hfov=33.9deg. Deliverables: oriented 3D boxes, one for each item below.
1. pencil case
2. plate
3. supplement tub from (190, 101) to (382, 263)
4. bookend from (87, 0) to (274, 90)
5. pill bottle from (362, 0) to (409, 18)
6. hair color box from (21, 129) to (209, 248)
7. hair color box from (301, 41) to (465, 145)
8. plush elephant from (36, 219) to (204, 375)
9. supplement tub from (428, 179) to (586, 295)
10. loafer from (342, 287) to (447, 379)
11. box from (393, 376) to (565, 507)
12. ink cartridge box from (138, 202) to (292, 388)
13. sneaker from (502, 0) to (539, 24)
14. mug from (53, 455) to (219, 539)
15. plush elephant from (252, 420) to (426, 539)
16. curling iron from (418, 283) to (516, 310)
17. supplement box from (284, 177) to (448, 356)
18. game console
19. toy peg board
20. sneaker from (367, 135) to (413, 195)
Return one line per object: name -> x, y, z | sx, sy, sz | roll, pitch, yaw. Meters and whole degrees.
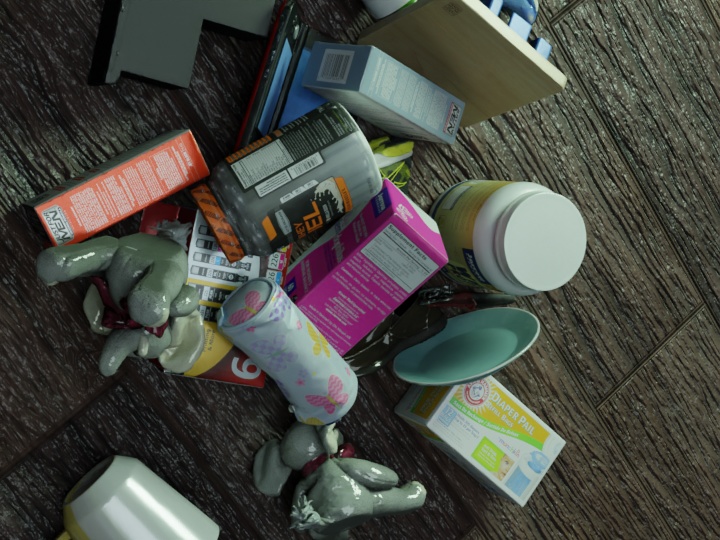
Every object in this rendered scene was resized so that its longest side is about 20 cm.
pencil case -> -0.085, 0.099, 1.408 | 0.090, 0.083, 0.200 | -24, 125, 20
plate -> 0.139, 0.105, 1.535 | 0.199, 0.200, 0.026 | -27, 110, -20
supplement tub -> -0.086, -0.097, 1.355 | 0.199, 0.123, 0.123 | -30, 107, -7
bookend -> -0.199, -0.295, 1.400 | 0.199, 0.092, 0.200 | 11, 91, -26
pill bottle -> -0.005, -0.419, 1.461 | 0.120, 0.119, 0.200 | -44, 111, -14
hair color box -> -0.285, -0.095, 1.376 | 0.199, 0.101, 0.062 | -29, 106, -18
hair color box -> 0.032, -0.219, 1.469 | 0.199, 0.099, 0.061 | 21, 85, -49
plush elephant -> -0.253, 0.043, 1.317 | 0.164, 0.200, 0.156 | 18, 116, 14
supplement tub -> 0.188, -0.044, 1.541 | 0.143, 0.200, 0.146 | -2, 96, -24
loafer -> 0.021, 0.082, 1.555 | 0.199, 0.073, 0.072 | -28, 102, -29
box -> 0.162, 0.212, 1.609 | 0.200, 0.101, 0.113 | 41, 79, -22
ink cartridge box -> -0.190, 0.028, 1.440 | 0.174, 0.084, 0.202 | 11, 91, -25
sneaker -> 0.147, -0.377, 1.566 | 0.199, 0.079, 0.090 | 29, 90, -16
mug -> -0.284, 0.316, 1.398 | 0.187, 0.149, 0.153 | -44, 103, -21
plush elephant -> -0.044, 0.253, 1.506 | 0.200, 0.164, 0.156 | 20, 45, -56
curling iron -> 0.149, 0.039, 1.592 | 0.199, 0.049, 0.026 | 7, 74, -48
supplement box -> 0.000, 0.000, 1.467 | 0.200, 0.101, 0.103 | -41, 116, 16
game console -> -0.065, -0.206, 1.460 | 0.118, 0.172, 0.202 | 17, 87, 2
toy peg board -> 0.138, -0.298, 1.504 | 0.199, 0.199, 0.098 | 34, 64, -26
sneaker -> 0.003, -0.109, 1.498 | 0.199, 0.074, 0.085 | -26, 116, -40
